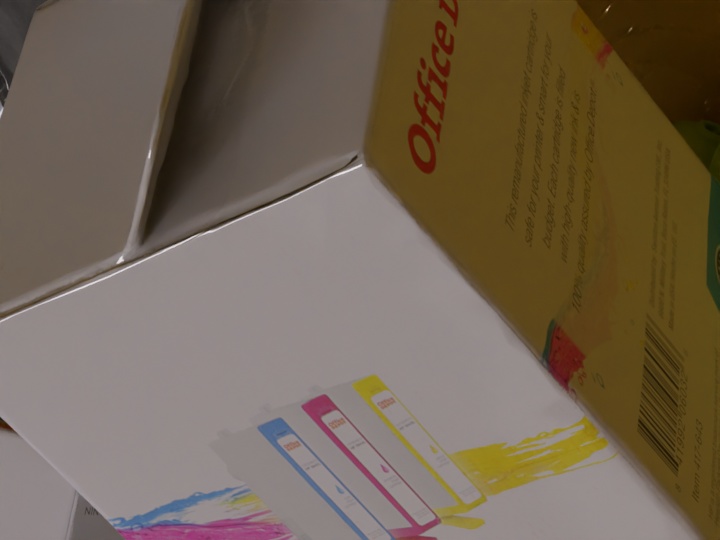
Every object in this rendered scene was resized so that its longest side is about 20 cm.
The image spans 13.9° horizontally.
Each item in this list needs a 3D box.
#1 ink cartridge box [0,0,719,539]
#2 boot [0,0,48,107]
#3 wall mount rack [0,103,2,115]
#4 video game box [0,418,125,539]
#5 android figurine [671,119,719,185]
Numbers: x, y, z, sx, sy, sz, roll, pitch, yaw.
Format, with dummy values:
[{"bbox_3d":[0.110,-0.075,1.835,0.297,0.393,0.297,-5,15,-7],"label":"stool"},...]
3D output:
[{"bbox_3d":[0.000,0.000,0.717,0.125,0.129,0.200,-23,126,28],"label":"ink cartridge box"},{"bbox_3d":[-0.111,-0.113,0.814,0.182,0.073,0.200,35,161,51],"label":"boot"},{"bbox_3d":[-0.045,-0.032,0.900,0.200,0.075,0.174,16,115,22],"label":"wall mount rack"},{"bbox_3d":[-0.121,0.062,0.985,0.200,0.182,0.047,12,93,31],"label":"video game box"},{"bbox_3d":[0.133,0.031,0.802,0.182,0.041,0.200,41,124,27],"label":"android figurine"}]
